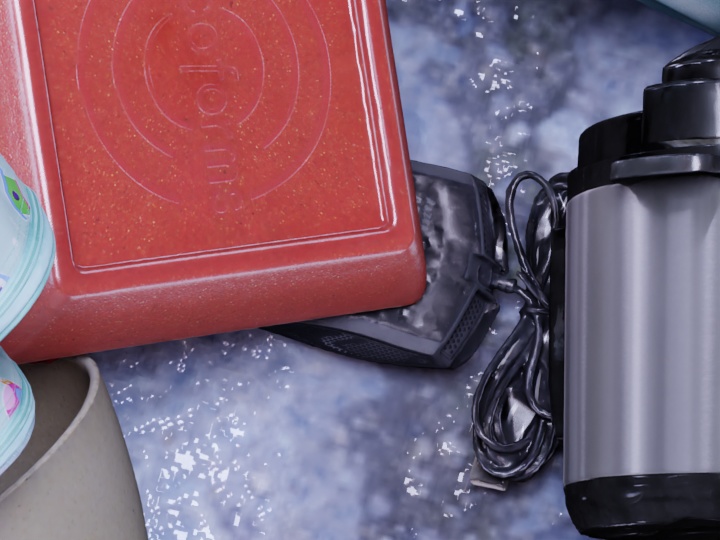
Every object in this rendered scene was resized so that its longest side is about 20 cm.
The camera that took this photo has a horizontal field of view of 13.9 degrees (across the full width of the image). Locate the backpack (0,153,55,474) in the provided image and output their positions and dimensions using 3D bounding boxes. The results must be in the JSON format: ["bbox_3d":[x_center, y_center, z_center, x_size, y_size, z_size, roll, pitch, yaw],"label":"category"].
[{"bbox_3d":[-0.196,0.024,1.026,0.153,0.176,0.200,43,90,-20],"label":"backpack"}]

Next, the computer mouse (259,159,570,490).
[{"bbox_3d":[0.000,0.000,1.230,0.199,0.053,0.139,20,75,-7],"label":"computer mouse"}]

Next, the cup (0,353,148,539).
[{"bbox_3d":[-0.156,0.143,1.137,0.200,0.200,0.144,-30,107,-6],"label":"cup"}]

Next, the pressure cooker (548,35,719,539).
[{"bbox_3d":[0.166,0.008,1.155,0.178,0.176,0.201,2,82,-8],"label":"pressure cooker"}]

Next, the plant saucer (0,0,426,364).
[{"bbox_3d":[-0.064,-0.075,1.144,0.199,0.037,0.201,-8,89,-31],"label":"plant saucer"}]

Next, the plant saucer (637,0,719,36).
[{"bbox_3d":[0.084,-0.138,1.189,0.200,0.200,0.028,27,95,7],"label":"plant saucer"}]

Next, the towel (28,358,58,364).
[{"bbox_3d":[-0.116,-0.080,1.153,0.144,0.022,0.201,-30,101,-22],"label":"towel"}]
